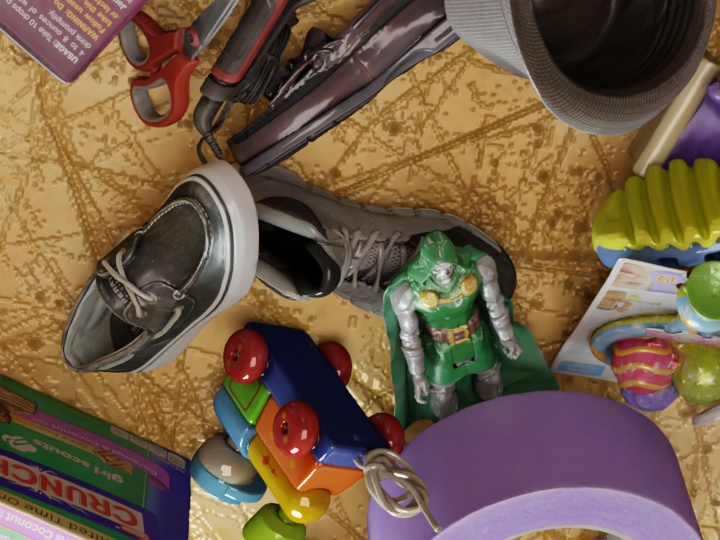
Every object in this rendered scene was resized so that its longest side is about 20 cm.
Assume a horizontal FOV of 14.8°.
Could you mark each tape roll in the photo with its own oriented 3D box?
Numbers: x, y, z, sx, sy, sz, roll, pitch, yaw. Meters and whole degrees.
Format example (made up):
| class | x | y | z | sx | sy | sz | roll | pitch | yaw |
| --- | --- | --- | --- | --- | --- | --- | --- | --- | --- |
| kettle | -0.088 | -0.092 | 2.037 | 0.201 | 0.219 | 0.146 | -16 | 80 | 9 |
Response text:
| class | x | y | z | sx | sy | sz | roll | pitch | yaw |
| --- | --- | --- | --- | --- | --- | --- | --- | --- | --- |
| tape roll | 0.108 | 0.173 | 1.693 | 0.200 | 0.085 | 0.200 | -6 | 132 | -7 |

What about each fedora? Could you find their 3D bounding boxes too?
| class | x | y | z | sx | sy | sz | roll | pitch | yaw |
| --- | --- | --- | --- | --- | --- | --- | --- | --- | --- |
| fedora | 0.116 | -0.164 | 1.589 | 0.090 | 0.200 | 0.177 | -2 | 104 | 45 |

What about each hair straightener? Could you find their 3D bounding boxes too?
| class | x | y | z | sx | sy | sz | roll | pitch | yaw |
| --- | --- | --- | --- | --- | --- | --- | --- | --- | --- |
| hair straightener | -0.044 | -0.146 | 1.627 | 0.041 | 0.077 | 0.200 | 23 | 82 | 13 |

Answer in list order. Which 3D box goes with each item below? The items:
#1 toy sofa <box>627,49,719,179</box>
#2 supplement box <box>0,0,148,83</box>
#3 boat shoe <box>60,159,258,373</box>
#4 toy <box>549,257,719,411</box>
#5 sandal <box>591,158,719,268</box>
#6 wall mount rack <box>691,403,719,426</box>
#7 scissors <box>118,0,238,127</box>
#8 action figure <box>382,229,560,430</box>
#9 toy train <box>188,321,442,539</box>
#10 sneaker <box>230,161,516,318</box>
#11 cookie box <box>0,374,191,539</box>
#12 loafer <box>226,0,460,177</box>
| class | x | y | z | sx | sy | sz | roll | pitch | yaw |
| --- | --- | --- | --- | --- | --- | --- | --- | --- | --- |
| toy sofa | 0.266 | -0.049 | 1.664 | 0.200 | 0.098 | 0.083 | 28 | 104 | -11 |
| supplement box | -0.134 | -0.220 | 1.579 | 0.103 | 0.131 | 0.200 | 41 | 101 | -12 |
| boat shoe | -0.120 | 0.011 | 1.628 | 0.072 | 0.071 | 0.200 | 57 | 143 | 19 |
| toy | 0.186 | 0.052 | 1.647 | 0.115 | 0.200 | 0.047 | 9 | 66 | -5 |
| sandal | 0.234 | -0.020 | 1.606 | 0.200 | 0.080 | 0.087 | -5 | 129 | 17 |
| wall mount rack | 0.305 | 0.084 | 1.681 | 0.200 | 0.174 | 0.075 | -21 | 87 | 4 |
| scissors | -0.094 | -0.125 | 1.589 | 0.014 | 0.200 | 0.073 | -16 | 94 | -28 |
| action figure | 0.057 | 0.043 | 1.656 | 0.118 | 0.055 | 0.200 | -23 | 142 | -5 |
| toy train | -0.031 | 0.132 | 1.666 | 0.085 | 0.200 | 0.116 | 10 | 121 | -40 |
| sneaker | 0.000 | 0.000 | 1.658 | 0.200 | 0.116 | 0.075 | 16 | 106 | -7 |
| cookie box | -0.191 | 0.144 | 1.650 | 0.171 | 0.200 | 0.075 | 25 | 105 | -10 |
| loafer | -0.002 | -0.133 | 1.649 | 0.200 | 0.072 | 0.063 | -35 | 92 | 1 |
